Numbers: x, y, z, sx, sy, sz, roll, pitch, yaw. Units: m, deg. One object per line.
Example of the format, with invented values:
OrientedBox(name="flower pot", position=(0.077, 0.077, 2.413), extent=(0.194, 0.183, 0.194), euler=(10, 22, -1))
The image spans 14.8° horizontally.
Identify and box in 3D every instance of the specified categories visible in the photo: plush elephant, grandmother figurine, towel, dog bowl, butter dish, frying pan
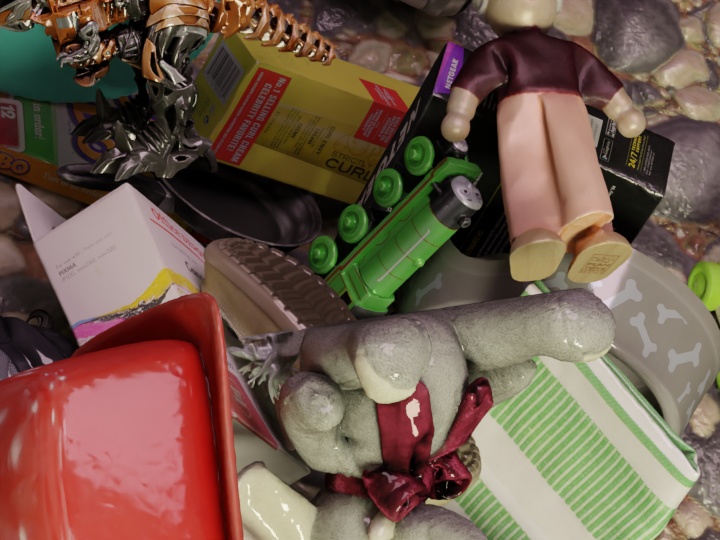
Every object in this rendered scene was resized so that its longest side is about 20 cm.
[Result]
OrientedBox(name="plush elephant", position=(0.016, 0.101, 1.393), extent=(0.164, 0.199, 0.156), euler=(-8, 90, -46))
OrientedBox(name="grandmother figurine", position=(0.103, -0.092, 1.534), extent=(0.121, 0.061, 0.201), euler=(6, 58, -29))
OrientedBox(name="towel", position=(0.081, 0.125, 1.521), extent=(0.153, 0.200, 0.023), euler=(48, 24, 17))
OrientedBox(name="dog bowl", position=(0.108, 0.049, 1.605), extent=(0.199, 0.200, 0.059), euler=(25, 60, -6))
OrientedBox(name="butter dish", position=(-0.150, 0.122, 1.364), extent=(0.147, 0.200, 0.201), euler=(0, 79, -28))
OrientedBox(name="frying pan", position=(-0.093, -0.037, 1.618), extent=(0.115, 0.031, 0.190), euler=(37, 27, 12))

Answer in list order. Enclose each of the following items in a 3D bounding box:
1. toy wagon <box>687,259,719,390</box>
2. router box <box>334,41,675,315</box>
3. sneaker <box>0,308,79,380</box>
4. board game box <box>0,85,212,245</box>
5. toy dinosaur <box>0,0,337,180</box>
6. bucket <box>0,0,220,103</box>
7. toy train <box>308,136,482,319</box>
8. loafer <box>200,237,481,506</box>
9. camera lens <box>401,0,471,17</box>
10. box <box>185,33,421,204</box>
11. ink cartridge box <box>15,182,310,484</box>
OrientedBox(name="toy wagon", position=(0.302, 0.059, 1.800), extent=(0.154, 0.040, 0.201), euler=(4, 51, -24))
OrientedBox(name="router box", position=(0.077, -0.028, 1.644), extent=(0.148, 0.200, 0.051), euler=(23, 47, -7))
OrientedBox(name="sneaker", position=(-0.195, 0.092, 1.488), extent=(0.113, 0.076, 0.201), euler=(5, 51, -24))
OrientedBox(name="board game box", position=(-0.171, -0.086, 1.689), extent=(0.199, 0.030, 0.096), euler=(22, 45, -13))
OrientedBox(name="toy dinosaur", position=(-0.117, -0.127, 1.556), extent=(0.199, 0.137, 0.102), euler=(9, 15, 6))
OrientedBox(name="bucket", position=(-0.171, -0.206, 1.642), extent=(0.206, 0.207, 0.135), euler=(8, 52, -21))
OrientedBox(name="toy train", position=(0.000, 0.000, 1.586), extent=(0.042, 0.200, 0.057), euler=(11, 43, -45))
OrientedBox(name="loafer", position=(-0.023, 0.063, 1.517), extent=(0.200, 0.068, 0.076), euler=(45, 21, 16))
OrientedBox(name="camera lens", position=(0.016, -0.275, 1.850), extent=(0.199, 0.160, 0.160), euler=(25, 45, -6))
OrientedBox(name="box", position=(-0.012, -0.086, 1.692), extent=(0.199, 0.075, 0.050), euler=(18, 25, -38))
OrientedBox(name="ink cartridge box", position=(-0.112, 0.032, 1.548), extent=(0.201, 0.067, 0.116), euler=(62, 8, 27))
